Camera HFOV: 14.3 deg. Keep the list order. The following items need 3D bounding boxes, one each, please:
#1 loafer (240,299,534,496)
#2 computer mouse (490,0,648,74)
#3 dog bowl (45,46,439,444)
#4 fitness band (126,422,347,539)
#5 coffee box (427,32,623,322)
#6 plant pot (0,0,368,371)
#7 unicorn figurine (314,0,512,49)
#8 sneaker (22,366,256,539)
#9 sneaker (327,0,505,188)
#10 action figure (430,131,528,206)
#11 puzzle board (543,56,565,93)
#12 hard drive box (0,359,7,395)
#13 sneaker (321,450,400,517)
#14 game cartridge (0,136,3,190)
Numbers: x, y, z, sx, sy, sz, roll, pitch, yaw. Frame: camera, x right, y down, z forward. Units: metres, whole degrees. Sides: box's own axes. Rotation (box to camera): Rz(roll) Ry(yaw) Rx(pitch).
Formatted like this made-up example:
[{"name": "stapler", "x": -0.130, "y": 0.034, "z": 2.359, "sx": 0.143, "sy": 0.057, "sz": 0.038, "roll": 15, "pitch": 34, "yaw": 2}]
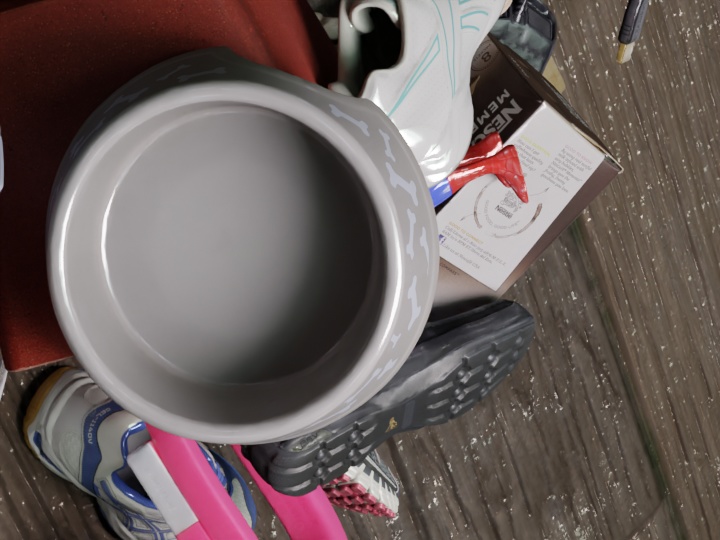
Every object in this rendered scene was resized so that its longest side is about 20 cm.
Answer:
[{"name": "loafer", "x": 0.014, "y": 0.059, "z": 1.650, "sx": 0.200, "sy": 0.070, "sz": 0.068, "roll": -25, "pitch": 148, "yaw": -29}, {"name": "computer mouse", "x": 0.105, "y": -0.134, "z": 1.801, "sx": 0.140, "sy": 0.046, "sz": 0.201, "roll": 6, "pitch": 107, "yaw": -28}, {"name": "dog bowl", "x": -0.062, "y": -0.007, "z": 1.401, "sx": 0.059, "sy": 0.199, "sz": 0.202, "roll": -56, "pitch": 158, "yaw": -78}, {"name": "fitness band", "x": -0.069, "y": 0.122, "z": 1.632, "sx": 0.201, "sy": 0.037, "sz": 0.144, "roll": 58, "pitch": 20, "yaw": -3}, {"name": "coffee box", "x": 0.046, "y": -0.034, "z": 1.720, "sx": 0.200, "sy": 0.113, "sz": 0.080, "roll": -46, "pitch": 125, "yaw": 10}, {"name": "plant pot", "x": -0.105, "y": -0.082, "z": 1.513, "sx": 0.200, "sy": 0.199, "sz": 0.177, "roll": -78, "pitch": 152, "yaw": -72}, {"name": "unicorn figurine", "x": 0.031, "y": -0.141, "z": 1.696, "sx": 0.074, "sy": 0.136, "sz": 0.201, "roll": 57, "pitch": 29, "yaw": -49}, {"name": "sneaker", "x": -0.114, "y": 0.129, "z": 1.699, "sx": 0.200, "sy": 0.088, "sz": 0.076, "roll": 36, "pitch": 78, "yaw": -48}, {"name": "sneaker", "x": 0.030, "y": -0.141, "z": 1.537, "sx": 0.080, "sy": 0.070, "sz": 0.201, "roll": 48, "pitch": 40, "yaw": -40}, {"name": "action figure", "x": 0.000, "y": 0.000, "z": 1.615, "sx": 0.199, "sy": 0.065, "sz": 0.100, "roll": -17, "pitch": 104, "yaw": -7}, {"name": "puzzle board", "x": 0.042, "y": -0.104, "z": 1.816, "sx": 0.200, "sy": 0.017, "sz": 0.151, "roll": -48, "pitch": 133, "yaw": -21}, {"name": "hard drive box", "x": -0.241, "y": 0.129, "z": 1.485, "sx": 0.076, "sy": 0.200, "sz": 0.157, "roll": 14, "pitch": 97, "yaw": -6}, {"name": "sneaker", "x": -0.026, "y": 0.089, "z": 1.780, "sx": 0.200, "sy": 0.080, "sz": 0.075, "roll": 52, "pitch": 56, "yaw": -46}, {"name": "game cartridge", "x": -0.244, "y": -0.112, "z": 1.392, "sx": 0.133, "sy": 0.201, "sz": 0.041, "roll": 13, "pitch": 130, "yaw": -40}]
